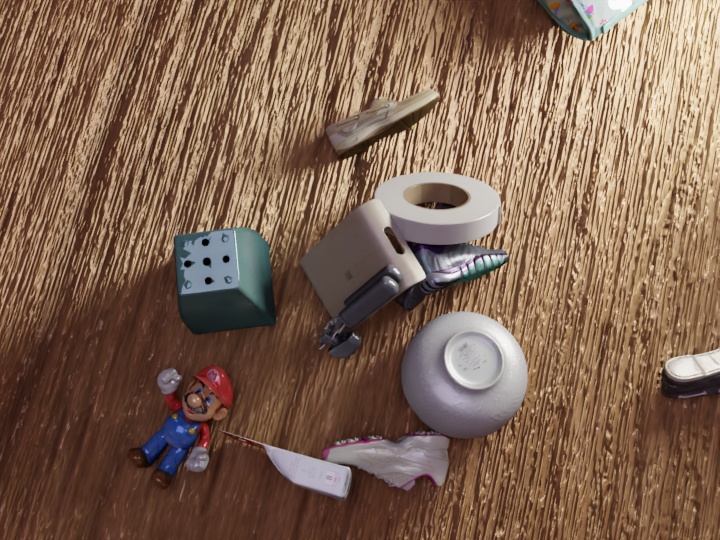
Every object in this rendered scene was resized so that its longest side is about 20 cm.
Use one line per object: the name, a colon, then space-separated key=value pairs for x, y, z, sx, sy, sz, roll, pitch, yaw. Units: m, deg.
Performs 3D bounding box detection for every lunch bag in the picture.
lunch bag: x=0.391 y=-0.500 z=1.404 sx=0.170 sy=0.122 sz=0.201 roll=-35 pitch=74 yaw=-7

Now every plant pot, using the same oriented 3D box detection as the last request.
plant pot: x=-0.218 y=0.007 z=1.270 sx=0.140 sy=0.200 sz=0.143 roll=-7 pitch=78 yaw=0

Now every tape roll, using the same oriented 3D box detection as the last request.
tape roll: x=0.119 y=-0.101 z=1.299 sx=0.200 sy=0.203 sz=0.037 roll=1 pitch=119 yaw=1

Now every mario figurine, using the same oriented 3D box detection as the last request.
mario figurine: x=-0.275 y=0.232 z=1.270 sx=0.123 sy=0.106 sz=0.201 roll=37 pitch=89 yaw=-26

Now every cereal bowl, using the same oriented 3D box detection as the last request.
cereal bowl: x=0.165 y=0.151 z=1.266 sx=0.198 sy=0.083 sz=0.202 roll=3 pitch=65 yaw=-6

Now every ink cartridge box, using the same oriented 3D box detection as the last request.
ink cartridge box: x=-0.111 y=0.292 z=1.228 sx=0.198 sy=0.163 sz=0.058 roll=11 pitch=74 yaw=4

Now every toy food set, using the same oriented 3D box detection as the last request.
toy food set: x=0.000 y=0.000 z=1.286 sx=0.060 sy=0.200 sz=0.144 roll=-19 pitch=74 yaw=-48

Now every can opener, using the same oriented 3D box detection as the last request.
can opener: x=0.004 y=0.068 z=1.240 sx=0.067 sy=0.200 sz=0.054 roll=38 pitch=42 yaw=-14

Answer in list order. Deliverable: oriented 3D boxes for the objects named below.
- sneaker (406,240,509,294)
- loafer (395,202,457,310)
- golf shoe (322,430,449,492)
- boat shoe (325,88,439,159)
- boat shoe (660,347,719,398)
sneaker: x=0.157 y=-0.028 z=1.289 sx=0.199 sy=0.074 sz=0.088 roll=-15 pitch=78 yaw=-45
loafer: x=0.108 y=-0.027 z=1.345 sx=0.063 sy=0.072 sz=0.201 roll=27 pitch=73 yaw=25
golf shoe: x=0.041 y=0.296 z=1.270 sx=0.198 sy=0.075 sz=0.093 roll=-4 pitch=81 yaw=2
boat shoe: x=0.037 y=-0.261 z=1.388 sx=0.199 sy=0.072 sz=0.065 roll=-28 pitch=80 yaw=1
boat shoe: x=0.568 y=0.160 z=1.301 sx=0.198 sy=0.057 sz=0.067 roll=-7 pitch=42 yaw=-4
